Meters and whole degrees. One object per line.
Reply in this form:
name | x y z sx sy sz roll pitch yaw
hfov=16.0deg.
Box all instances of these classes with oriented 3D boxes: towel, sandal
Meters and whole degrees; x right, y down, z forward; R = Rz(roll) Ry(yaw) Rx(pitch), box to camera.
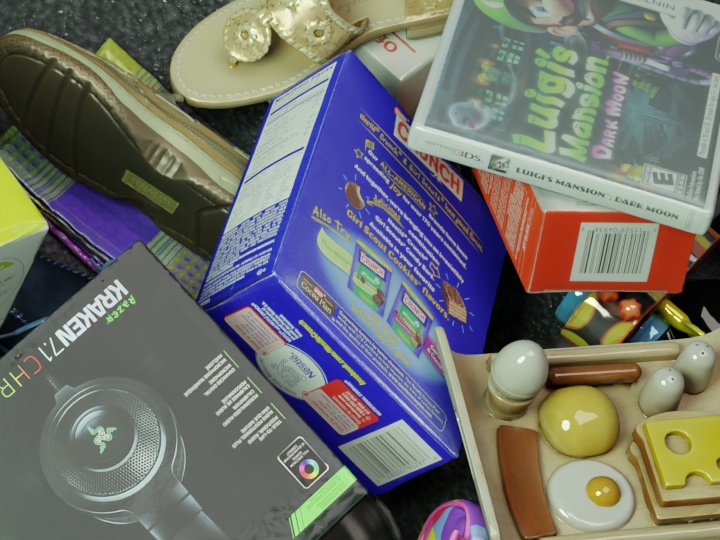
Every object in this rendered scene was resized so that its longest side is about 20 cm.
towel | -0.120 -0.045 1.575 0.200 0.023 0.144 40 52 4
sandal | -0.021 -0.169 1.576 0.211 0.070 0.078 -18 60 -15

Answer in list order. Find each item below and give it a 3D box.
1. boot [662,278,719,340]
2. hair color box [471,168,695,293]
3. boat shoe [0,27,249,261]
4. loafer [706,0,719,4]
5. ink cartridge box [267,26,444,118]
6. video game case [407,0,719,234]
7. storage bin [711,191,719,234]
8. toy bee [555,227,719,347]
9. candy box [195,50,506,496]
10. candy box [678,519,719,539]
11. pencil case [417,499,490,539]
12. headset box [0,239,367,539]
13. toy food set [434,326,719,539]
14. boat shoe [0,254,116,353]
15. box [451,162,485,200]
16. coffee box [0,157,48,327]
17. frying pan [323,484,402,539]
boot | 0.305 0.036 1.626 0.210 0.158 0.080 27 51 -5
hair color box | 0.129 -0.065 1.568 0.101 0.062 0.200 1 34 -13
boat shoe | -0.134 -0.083 1.546 0.200 0.072 0.076 39 38 -8
loafer | 0.300 -0.123 1.801 0.200 0.072 0.063 50 33 5
ink cartridge box | 0.026 -0.168 1.661 0.116 0.068 0.200 40 64 21
video game case | 0.135 -0.116 1.534 0.181 0.023 0.201 16 44 2
storage bin | 0.326 -0.054 1.665 0.134 0.200 0.146 34 65 1
toy bee | 0.167 0.026 1.573 0.130 0.109 0.201 22 63 -2
candy box | 0.000 0.000 1.509 0.169 0.077 0.201 46 39 -25
candy box | 0.270 0.134 1.522 0.117 0.057 0.200 40 56 4
pencil case | 0.116 0.203 1.460 0.199 0.088 0.089 27 50 -18
headset box | -0.120 0.120 1.375 0.174 0.093 0.200 -41 87 -17
toy food set | 0.149 0.087 1.444 0.199 0.061 0.144 -4 54 -16
boat shoe | -0.135 0.033 1.484 0.199 0.069 0.084 25 52 -6
box | 0.135 -0.101 1.715 0.159 0.044 0.201 10 54 -18
coffee box | -0.317 -0.013 1.350 0.199 0.198 0.200 -27 72 -35
frying pan | 0.003 0.155 1.490 0.189 0.031 0.115 -7 64 -41
